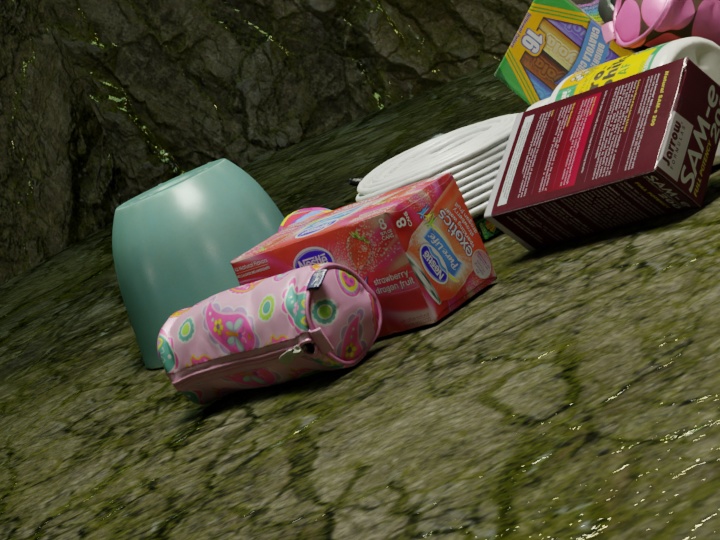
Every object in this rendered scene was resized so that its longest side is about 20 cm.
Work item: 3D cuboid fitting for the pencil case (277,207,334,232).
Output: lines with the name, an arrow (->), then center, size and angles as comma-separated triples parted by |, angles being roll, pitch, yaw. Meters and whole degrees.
pencil case -> -0.026, -0.015, 1.862 | 0.088, 0.089, 0.200 | -25, 8, -7

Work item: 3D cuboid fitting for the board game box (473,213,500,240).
board game box -> 0.145, -0.067, 1.921 | 0.104, 0.024, 0.200 | -19, 9, 48

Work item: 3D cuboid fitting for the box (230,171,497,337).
box -> 0.000, 0.000, 1.629 | 0.199, 0.100, 0.095 | -16, 11, 45

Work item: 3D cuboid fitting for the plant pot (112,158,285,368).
plant pot -> -0.161, -0.016, 2.003 | 0.199, 0.162, 0.201 | -24, 8, 4

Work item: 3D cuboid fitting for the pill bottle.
pill bottle -> 0.232, -0.129, 1.728 | 0.112, 0.113, 0.199 | -30, 10, -35

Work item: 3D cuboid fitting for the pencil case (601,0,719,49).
pencil case -> 0.316, -0.205, 1.767 | 0.094, 0.199, 0.091 | -45, 37, 37

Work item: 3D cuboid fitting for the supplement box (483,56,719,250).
supplement box -> 0.198, -0.091, 1.600 | 0.199, 0.061, 0.110 | -15, 49, 52

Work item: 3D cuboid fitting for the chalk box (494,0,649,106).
chalk box -> 0.255, -0.188, 1.893 | 0.125, 0.200, 0.124 | -29, -24, -45

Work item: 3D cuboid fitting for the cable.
cable -> 0.092, -0.091, 1.901 | 0.199, 0.070, 0.200 | -21, 9, 29

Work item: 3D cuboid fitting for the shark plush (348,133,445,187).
shark plush -> 0.015, -0.068, 2.085 | 0.199, 0.084, 0.091 | -23, 8, 8

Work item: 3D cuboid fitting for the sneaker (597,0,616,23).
sneaker -> 0.319, -0.243, 1.831 | 0.199, 0.076, 0.080 | 4, -46, -30

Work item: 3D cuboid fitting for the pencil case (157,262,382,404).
pencil case -> -0.075, 0.052, 1.577 | 0.199, 0.088, 0.087 | -15, 12, 44
